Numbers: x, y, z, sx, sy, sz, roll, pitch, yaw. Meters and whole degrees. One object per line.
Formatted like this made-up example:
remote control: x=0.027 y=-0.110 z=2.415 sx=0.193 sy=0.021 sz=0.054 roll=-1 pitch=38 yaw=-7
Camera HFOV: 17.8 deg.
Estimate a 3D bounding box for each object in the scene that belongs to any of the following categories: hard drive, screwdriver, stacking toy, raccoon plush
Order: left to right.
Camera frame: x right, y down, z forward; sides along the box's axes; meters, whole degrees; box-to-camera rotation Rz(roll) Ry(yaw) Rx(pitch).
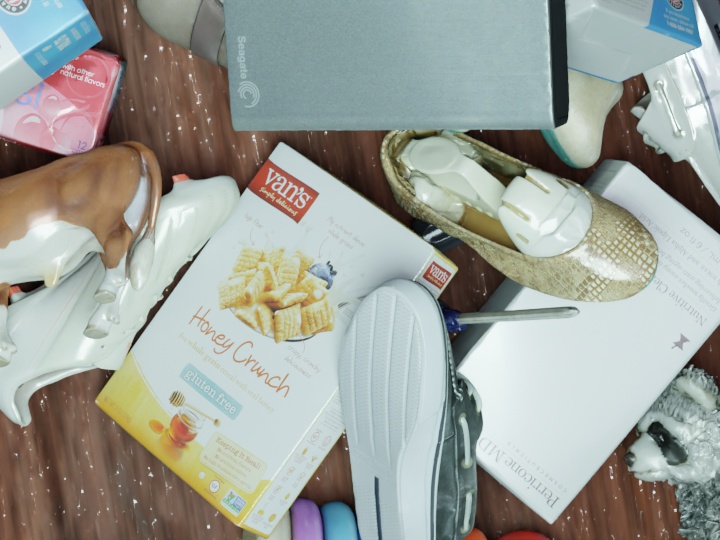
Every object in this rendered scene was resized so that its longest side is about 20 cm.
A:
screwdriver: x=0.000 y=0.000 z=1.426 sx=0.199 sy=0.028 sz=0.029 roll=-28 pitch=65 yaw=-2
hard drive: x=0.017 y=-0.150 z=1.299 sx=0.199 sy=0.033 sz=0.140 roll=1 pitch=102 yaw=23
stacking toy: x=0.028 y=0.184 z=1.417 sx=0.199 sy=0.085 sz=0.086 roll=5 pitch=92 yaw=-11
screwdriver: x=0.067 y=0.032 z=1.345 sx=0.028 sy=0.200 sz=0.029 roll=19 pitch=82 yaw=-29
raccoon plush: x=0.256 y=0.120 z=1.437 sx=0.199 sy=0.097 sz=0.135 roll=-4 pitch=81 yaw=-33

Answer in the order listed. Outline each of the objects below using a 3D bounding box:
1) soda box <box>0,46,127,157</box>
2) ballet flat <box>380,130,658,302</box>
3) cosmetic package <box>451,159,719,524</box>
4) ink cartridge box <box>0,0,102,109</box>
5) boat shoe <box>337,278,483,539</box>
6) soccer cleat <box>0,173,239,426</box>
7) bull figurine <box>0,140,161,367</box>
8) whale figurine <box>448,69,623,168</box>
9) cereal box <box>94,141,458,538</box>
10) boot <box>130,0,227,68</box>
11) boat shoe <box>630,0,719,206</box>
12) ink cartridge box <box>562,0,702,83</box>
soda box: x=-0.245 y=-0.124 z=1.386 sx=0.199 sy=0.063 sz=0.070 roll=17 pitch=91 yaw=-4
ballet flat: x=0.084 y=-0.038 z=1.355 sx=0.200 sy=0.065 sz=0.071 roll=22 pitch=76 yaw=37
cosmetic package: x=0.134 y=0.041 z=1.409 sx=0.113 sy=0.081 sz=0.200 roll=38 pitch=89 yaw=-6
ink cartridge box: x=-0.268 y=-0.139 z=1.278 sx=0.200 sy=0.146 sz=0.147 roll=-35 pitch=93 yaw=-3
boat shoe: x=0.034 y=0.084 z=1.330 sx=0.071 sy=0.072 sz=0.201 roll=-25 pitch=133 yaw=-33
soccer cleat: x=-0.148 y=0.016 z=1.393 sx=0.200 sy=0.069 sz=0.078 roll=-34 pitch=76 yaw=6
bull figurine: x=-0.204 y=-0.011 z=1.351 sx=0.199 sy=0.065 sz=0.122 roll=-20 pitch=61 yaw=24
whale figurine: x=0.070 y=-0.141 z=1.396 sx=0.200 sy=0.104 sz=0.160 roll=38 pitch=54 yaw=-25
cereal box: x=-0.052 y=0.039 z=1.379 sx=0.144 sy=0.040 sz=0.200 roll=35 pitch=90 yaw=35
boot: x=-0.068 y=-0.227 z=1.372 sx=0.146 sy=0.070 sz=0.200 roll=44 pitch=107 yaw=9
boat shoe: x=0.203 y=-0.103 z=1.421 sx=0.070 sy=0.071 sz=0.201 roll=-20 pitch=98 yaw=25
ink cartridge box: x=0.126 y=-0.223 z=1.359 sx=0.068 sy=0.116 sz=0.201 roll=-22 pitch=69 yaw=36
